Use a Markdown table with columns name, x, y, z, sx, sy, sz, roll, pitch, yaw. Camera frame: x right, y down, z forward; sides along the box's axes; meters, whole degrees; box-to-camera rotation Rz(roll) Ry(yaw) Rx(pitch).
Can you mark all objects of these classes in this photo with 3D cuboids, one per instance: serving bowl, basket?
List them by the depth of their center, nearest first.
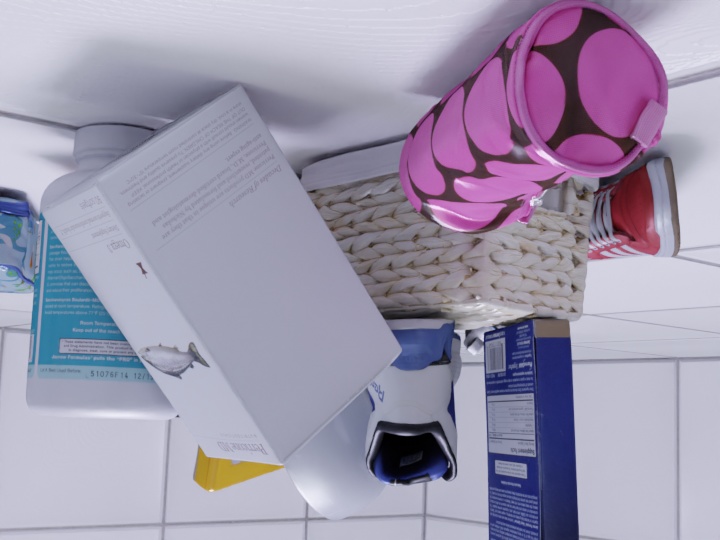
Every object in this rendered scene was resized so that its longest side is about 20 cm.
| name | x | y | z | sx | sy | sz | roll | pitch | yaw |
| --- | --- | --- | --- | --- | --- | --- | --- | --- | --- |
| basket | 0.061 | -0.022 | 0.804 | 0.135 | 0.125 | 0.199 | 9 | 170 | -43 |
| serving bowl | -0.015 | 0.096 | 0.882 | 0.065 | 0.203 | 0.200 | -19 | 167 | 15 |

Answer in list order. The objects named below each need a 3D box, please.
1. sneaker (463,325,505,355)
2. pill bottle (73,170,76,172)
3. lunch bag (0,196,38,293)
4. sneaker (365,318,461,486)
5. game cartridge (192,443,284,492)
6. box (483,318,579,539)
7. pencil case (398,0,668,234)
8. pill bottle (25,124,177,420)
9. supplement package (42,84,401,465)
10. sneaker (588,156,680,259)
| name | x | y | z | sx | sy | sz | roll | pitch | yaw |
| --- | --- | --- | --- | --- | --- | --- | --- | --- | --- |
| sneaker | 0.114 | 0.005 | 0.934 | 0.082 | 0.075 | 0.200 | -45 | -174 | 20 |
| pill bottle | -0.183 | -0.019 | 0.939 | 0.111 | 0.114 | 0.200 | 0 | 172 | 13 |
| lunch bag | -0.399 | -0.026 | 1.059 | 0.158 | 0.084 | 0.200 | 2 | 172 | -8 |
| sneaker | 0.034 | 0.099 | 0.800 | 0.079 | 0.117 | 0.199 | 2 | 173 | 6 |
| game cartridge | -0.076 | 0.106 | 1.063 | 0.032 | 0.202 | 0.175 | 29 | -155 | 36 |
| box | 0.120 | 0.141 | 0.774 | 0.032 | 0.203 | 0.121 | 2 | 173 | -10 |
| pencil case | 0.089 | -0.072 | 0.581 | 0.093 | 0.091 | 0.200 | 39 | 169 | -5 |
| pill bottle | -0.176 | 0.003 | 0.770 | 0.109 | 0.203 | 0.111 | 3 | 173 | 0 |
| supplement package | -0.088 | 0.007 | 0.689 | 0.117 | 0.201 | 0.116 | -40 | -165 | -30 |
| sneaker | 0.182 | -0.041 | 0.833 | 0.111 | 0.072 | 0.200 | -2 | 174 | 8 |
